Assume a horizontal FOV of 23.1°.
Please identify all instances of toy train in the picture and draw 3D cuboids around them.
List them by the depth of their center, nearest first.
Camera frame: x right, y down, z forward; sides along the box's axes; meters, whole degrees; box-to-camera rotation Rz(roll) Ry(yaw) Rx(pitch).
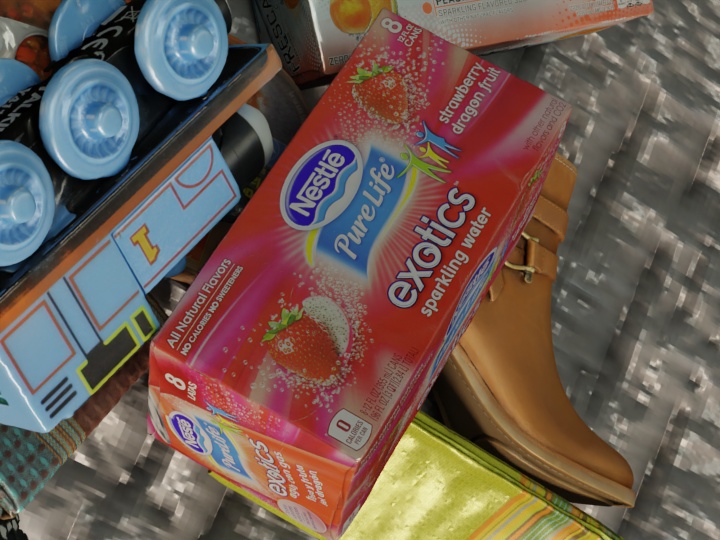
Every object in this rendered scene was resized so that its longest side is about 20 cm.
[{"bbox_3d":[-0.109,-0.033,0.706,0.200,0.086,0.115,-48,127,-32],"label":"toy train"}]

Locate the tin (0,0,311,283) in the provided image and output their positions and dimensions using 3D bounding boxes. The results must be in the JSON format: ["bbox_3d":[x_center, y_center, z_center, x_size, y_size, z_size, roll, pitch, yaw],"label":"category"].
[{"bbox_3d":[-0.102,-0.063,0.789,0.199,0.042,0.113,27,66,-37],"label":"tin"}]

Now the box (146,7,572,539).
[{"bbox_3d":[0.000,0.000,0.762,0.099,0.096,0.201,28,62,9],"label":"box"}]

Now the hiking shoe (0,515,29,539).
[{"bbox_3d":[-0.216,0.084,0.733,0.086,0.074,0.200,-38,108,4],"label":"hiking shoe"}]

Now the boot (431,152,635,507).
[{"bbox_3d":[0.080,0.019,0.876,0.199,0.074,0.156,33,67,-23],"label":"boot"}]

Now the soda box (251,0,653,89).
[{"bbox_3d":[0.046,-0.140,0.878,0.199,0.063,0.069,-14,93,-28],"label":"soda box"}]

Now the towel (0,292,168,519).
[{"bbox_3d":[-0.172,-0.013,0.749,0.200,0.022,0.147,52,41,-12],"label":"towel"}]

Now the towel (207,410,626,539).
[{"bbox_3d":[0.031,0.117,0.844,0.199,0.018,0.086,33,111,-20],"label":"towel"}]
